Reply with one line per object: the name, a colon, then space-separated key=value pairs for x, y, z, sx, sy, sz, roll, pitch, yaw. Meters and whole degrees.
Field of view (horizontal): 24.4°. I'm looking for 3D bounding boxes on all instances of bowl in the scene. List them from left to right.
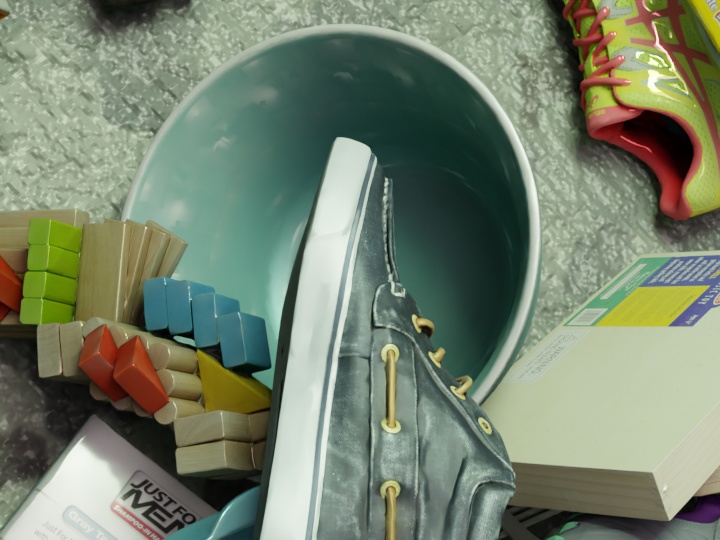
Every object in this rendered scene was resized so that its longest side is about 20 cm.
bowl: x=0.000 y=0.000 z=0.752 sx=0.200 sy=0.105 sz=0.201 roll=-4 pitch=79 yaw=22

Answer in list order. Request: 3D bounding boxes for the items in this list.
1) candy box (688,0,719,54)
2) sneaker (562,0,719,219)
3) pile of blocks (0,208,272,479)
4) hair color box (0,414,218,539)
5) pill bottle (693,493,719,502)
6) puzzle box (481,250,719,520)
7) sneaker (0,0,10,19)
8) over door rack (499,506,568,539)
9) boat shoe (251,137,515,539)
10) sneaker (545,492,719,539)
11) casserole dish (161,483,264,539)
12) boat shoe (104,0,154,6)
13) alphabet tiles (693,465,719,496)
candy box: x=0.227 y=-0.137 z=0.896 sx=0.102 sy=0.026 sz=0.200 roll=59 pitch=31 yaw=8
sneaker: x=0.145 y=-0.114 z=0.888 sx=0.090 sy=0.078 sz=0.200 roll=-36 pitch=84 yaw=-20
pile of blocks: x=-0.100 y=0.022 z=0.702 sx=0.200 sy=0.062 sz=0.082 roll=27 pitch=93 yaw=25
hair color box: x=-0.137 y=0.171 z=0.694 sx=0.099 sy=0.061 sz=0.200 roll=38 pitch=64 yaw=-4
pill bottle: x=0.237 y=0.109 z=0.759 sx=0.112 sy=0.200 sz=0.113 roll=-3 pitch=103 yaw=-13
puzzle box: x=0.135 y=0.045 z=0.765 sx=0.200 sy=0.133 sz=0.025 roll=-36 pitch=113 yaw=-38
sneaker: x=-0.204 y=-0.160 z=0.787 sx=0.079 sy=0.074 sz=0.201 roll=7 pitch=75 yaw=-27
over door rack: x=0.110 y=0.151 z=0.747 sx=0.148 sy=0.067 sz=0.200 roll=-20 pitch=50 yaw=-24
boat shoe: x=0.013 y=0.046 z=0.648 sx=0.091 sy=0.071 sz=0.201 roll=11 pitch=63 yaw=-6
sneaker: x=0.081 y=0.137 z=0.690 sx=0.200 sy=0.075 sz=0.088 roll=-3 pitch=34 yaw=-15
casserole dish: x=-0.050 y=0.178 z=0.685 sx=0.121 sy=0.039 sz=0.200 roll=-18 pitch=112 yaw=-46
boat shoe: x=-0.140 y=-0.226 z=0.826 sx=0.061 sy=0.072 sz=0.201 roll=-25 pitch=84 yaw=-29
alphabet tiles: x=0.191 y=0.043 z=0.786 sx=0.195 sy=0.200 sz=0.015 roll=-15 pitch=111 yaw=12
